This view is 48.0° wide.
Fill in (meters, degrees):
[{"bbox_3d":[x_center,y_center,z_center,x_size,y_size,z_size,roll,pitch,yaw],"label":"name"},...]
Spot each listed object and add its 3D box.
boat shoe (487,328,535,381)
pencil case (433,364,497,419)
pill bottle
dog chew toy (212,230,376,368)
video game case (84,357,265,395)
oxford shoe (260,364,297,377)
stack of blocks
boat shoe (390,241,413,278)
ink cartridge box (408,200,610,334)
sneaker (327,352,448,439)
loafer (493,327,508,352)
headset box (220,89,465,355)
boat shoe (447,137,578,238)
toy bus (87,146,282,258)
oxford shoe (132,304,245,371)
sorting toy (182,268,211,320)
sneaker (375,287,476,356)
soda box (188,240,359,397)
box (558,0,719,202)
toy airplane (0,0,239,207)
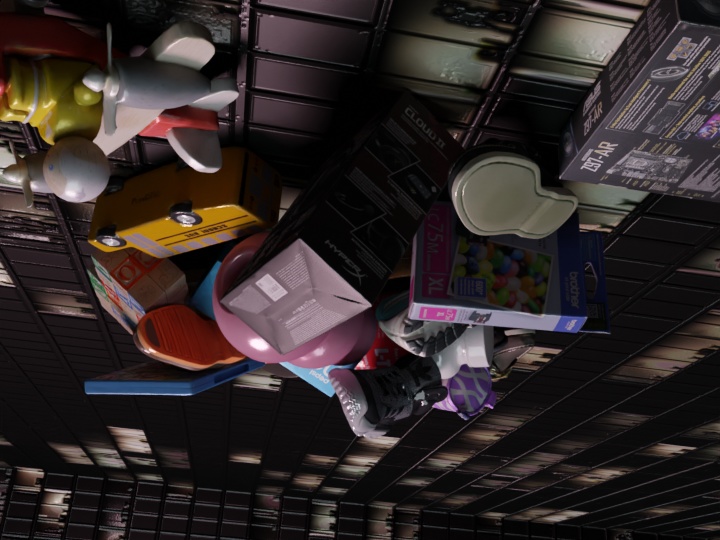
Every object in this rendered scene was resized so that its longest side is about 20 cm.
[{"bbox_3d":[0.186,0.130,1.156,0.071,0.060,0.200,4,159,-26],"label":"boat shoe"},{"bbox_3d":[0.109,0.157,1.161,0.085,0.085,0.199,26,168,-27],"label":"pencil case"},{"bbox_3d":[0.063,0.080,1.011,0.197,0.114,0.112,-4,155,18],"label":"pill bottle"},{"bbox_3d":[-0.052,0.040,0.803,0.123,0.126,0.199,-11,155,32],"label":"dog chew toy"},{"bbox_3d":[-0.222,0.126,1.003,0.141,0.018,0.200,-2,-178,17],"label":"video game case"},{"bbox_3d":[-0.073,0.118,1.185,0.197,0.073,0.071,0,-178,22],"label":"oxford shoe"},{"bbox_3d":[-0.256,0.024,0.938,0.115,0.059,0.200,42,158,10],"label":"stack of blocks"},{"bbox_3d":[0.000,0.000,0.896,0.197,0.069,0.072,-1,154,11],"label":"boat shoe"},{"bbox_3d":[0.149,-0.005,0.793,0.197,0.121,0.042,6,151,-2],"label":"ink cartridge box"},{"bbox_3d":[0.033,0.126,0.891,0.113,0.076,0.200,-28,161,-1],"label":"sneaker"},{"bbox_3d":[0.099,0.091,1.093,0.198,0.064,0.072,-13,-166,31],"label":"loafer"},{"bbox_3d":[-0.010,-0.044,0.667,0.077,0.201,0.148,42,143,-12],"label":"headset box"},{"bbox_3d":[0.117,-0.076,0.671,0.198,0.066,0.075,3,134,-52],"label":"boat shoe"},{"bbox_3d":[-0.177,-0.062,0.796,0.198,0.066,0.078,-12,153,33],"label":"toy bus"},{"bbox_3d":[-0.199,0.088,0.902,0.072,0.072,0.200,-26,162,14],"label":"oxford shoe"},{"bbox_3d":[-0.134,0.066,1.068,0.197,0.071,0.199,-5,154,22],"label":"sorting toy"},{"bbox_3d":[0.104,0.016,0.854,0.198,0.079,0.079,-23,-152,-25],"label":"sneaker"},{"bbox_3d":[-0.092,0.054,0.930,0.199,0.064,0.068,35,113,-12],"label":"soda box"},{"bbox_3d":[0.258,-0.123,0.602,0.158,0.044,0.200,7,156,-6],"label":"box"},{"bbox_3d":[-0.186,-0.110,0.591,0.196,0.143,0.201,2,156,5],"label":"toy airplane"}]
